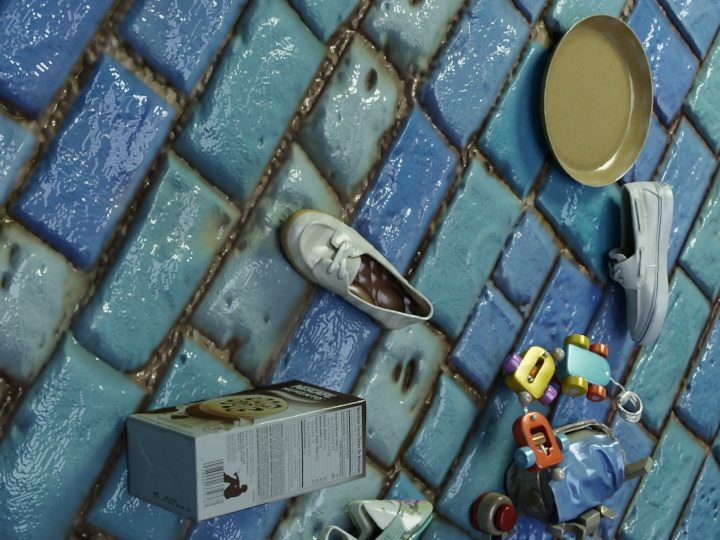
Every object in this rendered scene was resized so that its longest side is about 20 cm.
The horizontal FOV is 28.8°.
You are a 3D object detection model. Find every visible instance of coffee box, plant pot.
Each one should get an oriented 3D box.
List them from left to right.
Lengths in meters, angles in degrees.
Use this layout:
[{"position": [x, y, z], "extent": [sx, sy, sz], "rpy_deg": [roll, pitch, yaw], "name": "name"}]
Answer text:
[{"position": [-0.103, 0.163, 1.302], "extent": [0.199, 0.113, 0.080], "rpy_deg": [-8, 101, -42], "name": "coffee box"}, {"position": [0.273, -0.199, 1.648], "extent": [0.199, 0.027, 0.201], "rpy_deg": [-7, 100, -40], "name": "plant pot"}]

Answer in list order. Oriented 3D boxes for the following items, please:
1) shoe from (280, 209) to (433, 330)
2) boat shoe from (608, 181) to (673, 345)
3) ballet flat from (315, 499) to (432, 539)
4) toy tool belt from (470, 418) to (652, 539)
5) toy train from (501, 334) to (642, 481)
[{"position": [0.000, 0.000, 1.411], "extent": [0.200, 0.053, 0.070], "rpy_deg": [37, 71, -38], "name": "shoe"}, {"position": [0.334, -0.009, 1.710], "extent": [0.069, 0.071, 0.201], "rpy_deg": [1, 99, -14], "name": "boat shoe"}, {"position": [-0.004, 0.284, 1.445], "extent": [0.200, 0.069, 0.071], "rpy_deg": [-40, 100, -31], "name": "ballet flat"}, {"position": [0.234, 0.251, 1.607], "extent": [0.199, 0.123, 0.126], "rpy_deg": [-27, 113, -36], "name": "toy tool belt"}, {"position": [0.225, 0.157, 1.607], "extent": [0.199, 0.056, 0.151], "rpy_deg": [-18, 77, -38], "name": "toy train"}]
